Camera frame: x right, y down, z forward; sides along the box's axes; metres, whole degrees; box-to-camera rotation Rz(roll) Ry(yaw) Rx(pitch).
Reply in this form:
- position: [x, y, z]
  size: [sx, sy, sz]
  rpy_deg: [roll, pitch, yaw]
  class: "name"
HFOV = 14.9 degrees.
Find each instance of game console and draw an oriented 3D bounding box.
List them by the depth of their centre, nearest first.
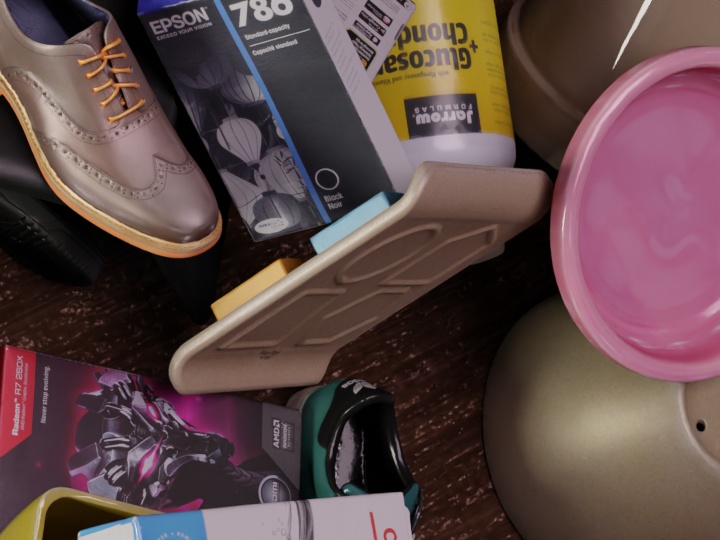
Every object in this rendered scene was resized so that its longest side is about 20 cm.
- position: [-0.144, -0.094, 1.593]
  size: [0.175, 0.116, 0.200]
  rpy_deg: [14, 57, -12]
  class: "game console"

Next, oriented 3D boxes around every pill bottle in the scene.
- position: [0.036, -0.104, 1.700]
  size: [0.112, 0.112, 0.201]
  rpy_deg: [-2, 79, -33]
  class: "pill bottle"

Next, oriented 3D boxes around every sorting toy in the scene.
- position: [0.000, 0.000, 1.574]
  size: [0.037, 0.200, 0.185]
  rpy_deg: [58, 23, 15]
  class: "sorting toy"

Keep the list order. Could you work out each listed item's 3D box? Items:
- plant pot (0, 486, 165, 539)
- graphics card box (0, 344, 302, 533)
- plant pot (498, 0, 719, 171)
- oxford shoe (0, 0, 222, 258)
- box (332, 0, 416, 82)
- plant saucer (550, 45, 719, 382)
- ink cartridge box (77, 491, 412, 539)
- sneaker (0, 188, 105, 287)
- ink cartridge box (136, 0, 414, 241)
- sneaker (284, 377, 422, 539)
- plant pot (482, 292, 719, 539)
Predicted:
- position: [-0.131, 0.245, 1.469]
  size: [0.200, 0.176, 0.201]
  rpy_deg: [17, 70, -27]
  class: "plant pot"
- position: [-0.130, 0.125, 1.571]
  size: [0.200, 0.051, 0.126]
  rpy_deg: [16, 64, -30]
  class: "graphics card box"
- position: [0.200, -0.161, 1.734]
  size: [0.199, 0.174, 0.200]
  rpy_deg: [17, 34, -12]
  class: "plant pot"
- position: [-0.145, -0.091, 1.476]
  size: [0.200, 0.073, 0.071]
  rpy_deg: [46, 56, 9]
  class: "oxford shoe"
- position: [-0.069, -0.177, 1.584]
  size: [0.200, 0.035, 0.110]
  rpy_deg: [41, 49, -12]
  class: "box"
- position: [0.191, -0.035, 1.643]
  size: [0.200, 0.051, 0.201]
  rpy_deg: [-6, 103, -30]
  class: "plant saucer"
- position: [-0.035, 0.176, 1.400]
  size: [0.200, 0.068, 0.116]
  rpy_deg: [-3, 80, -33]
  class: "ink cartridge box"
- position: [-0.208, -0.087, 1.573]
  size: [0.200, 0.060, 0.104]
  rpy_deg: [38, 64, -16]
  class: "sneaker"
- position: [-0.054, -0.114, 1.529]
  size: [0.200, 0.099, 0.039]
  rpy_deg: [63, 28, -25]
  class: "ink cartridge box"
- position: [-0.004, 0.163, 1.625]
  size: [0.071, 0.080, 0.201]
  rpy_deg: [-2, 82, -33]
  class: "sneaker"
- position: [0.196, 0.095, 1.738]
  size: [0.200, 0.134, 0.201]
  rpy_deg: [8, 73, -30]
  class: "plant pot"
